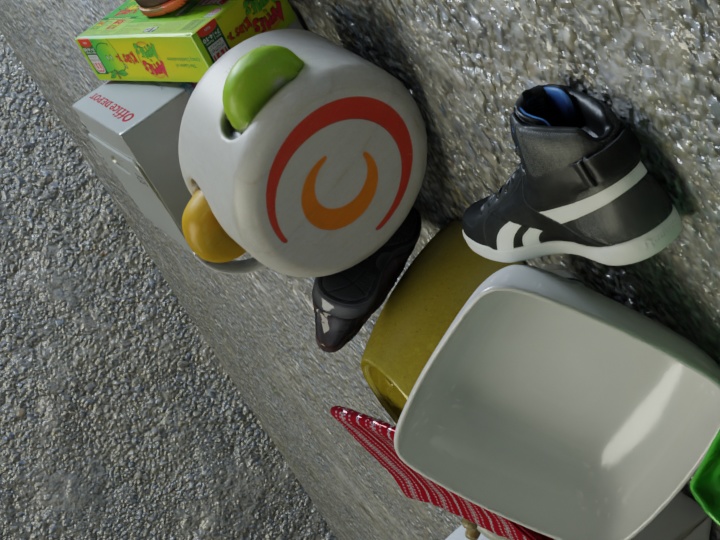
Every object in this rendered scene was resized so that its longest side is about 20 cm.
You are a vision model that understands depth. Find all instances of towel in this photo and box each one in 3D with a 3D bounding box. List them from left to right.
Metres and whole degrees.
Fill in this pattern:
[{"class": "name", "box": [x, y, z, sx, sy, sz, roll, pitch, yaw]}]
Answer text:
[{"class": "towel", "box": [0.071, 0.186, 1.072, 0.200, 0.023, 0.145, 15, 152, 50]}]

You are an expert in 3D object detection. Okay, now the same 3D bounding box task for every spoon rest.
[{"class": "spoon rest", "box": [-0.071, -0.041, 1.187, 0.099, 0.200, 0.061, -116, 12, -73]}]

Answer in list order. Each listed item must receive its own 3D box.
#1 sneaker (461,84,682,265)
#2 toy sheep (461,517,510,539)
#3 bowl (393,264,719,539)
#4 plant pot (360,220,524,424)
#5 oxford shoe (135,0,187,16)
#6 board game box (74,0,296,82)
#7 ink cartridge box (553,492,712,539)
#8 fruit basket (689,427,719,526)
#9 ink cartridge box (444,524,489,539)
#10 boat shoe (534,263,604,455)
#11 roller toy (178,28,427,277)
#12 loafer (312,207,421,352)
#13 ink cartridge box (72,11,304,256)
[{"class": "sneaker", "box": [0.118, -0.068, 0.792, 0.200, 0.073, 0.112, 4, 127, 61]}, {"class": "toy sheep", "box": [0.159, 0.215, 1.191, 0.138, 0.138, 0.200, 49, 171, 14]}, {"class": "bowl", "box": [0.142, 0.092, 0.864, 0.199, 0.075, 0.200, 26, 126, -1]}, {"class": "plant pot", "box": [0.085, 0.078, 1.074, 0.200, 0.142, 0.200, 49, 165, 17]}, {"class": "oxford shoe", "box": [-0.146, -0.278, 1.003, 0.072, 0.071, 0.200, 37, 145, -22]}, {"class": "board game box", "box": [-0.160, -0.216, 1.081, 0.200, 0.102, 0.048, 11, 137, 48]}, {"class": "ink cartridge box", "box": [0.224, 0.267, 1.076, 0.145, 0.084, 0.200, 31, 138, 39]}, {"class": "fruit basket", "box": [0.240, 0.152, 0.648, 0.156, 0.215, 0.216, 46, 164, 24]}, {"class": "ink cartridge box", "box": [0.169, 0.322, 1.274, 0.200, 0.196, 0.043, 30, 155, 56]}, {"class": "boat shoe", "box": [0.187, 0.079, 0.940, 0.200, 0.071, 0.070, 55, -167, -23]}, {"class": "roller toy", "box": [-0.051, -0.098, 0.999, 0.140, 0.182, 0.200, 39, 127, 46]}, {"class": "loafer", "box": [0.000, 0.000, 1.079, 0.072, 0.200, 0.063, 21, 123, 8]}, {"class": "ink cartridge box", "box": [-0.138, -0.140, 1.142, 0.145, 0.200, 0.145, 32, 155, 55]}]
